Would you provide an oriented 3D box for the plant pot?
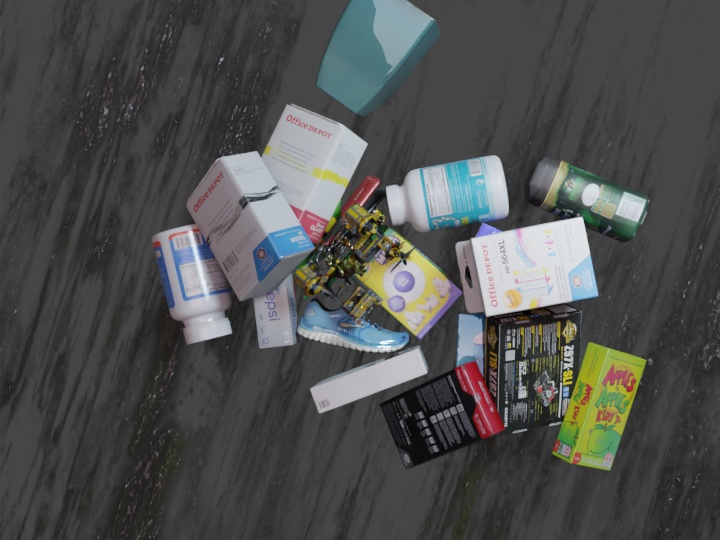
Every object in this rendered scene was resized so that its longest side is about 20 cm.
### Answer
[{"bbox_3d":[0.020,-0.372,1.563,0.141,0.141,0.200,35,99,5],"label":"plant pot"}]

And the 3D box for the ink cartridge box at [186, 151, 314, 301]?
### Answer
[{"bbox_3d":[-0.186,-0.075,1.507,0.145,0.084,0.200,-43,73,43],"label":"ink cartridge box"}]

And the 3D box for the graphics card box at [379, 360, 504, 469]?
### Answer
[{"bbox_3d":[0.135,0.246,1.535,0.200,0.051,0.126,-32,75,37],"label":"graphics card box"}]

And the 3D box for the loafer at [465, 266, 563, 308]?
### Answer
[{"bbox_3d":[0.267,0.031,1.574,0.200,0.073,0.071,34,90,-5],"label":"loafer"}]

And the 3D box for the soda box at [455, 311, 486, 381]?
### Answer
[{"bbox_3d":[0.198,0.173,1.579,0.068,0.064,0.200,3,91,6],"label":"soda box"}]

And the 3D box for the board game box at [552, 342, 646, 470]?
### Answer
[{"bbox_3d":[0.405,0.231,1.541,0.102,0.048,0.200,17,92,-33],"label":"board game box"}]

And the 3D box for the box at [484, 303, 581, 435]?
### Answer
[{"bbox_3d":[0.288,0.166,1.523,0.160,0.049,0.200,-8,106,-22],"label":"box"}]

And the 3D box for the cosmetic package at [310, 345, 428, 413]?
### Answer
[{"bbox_3d":[0.017,0.188,1.588,0.200,0.083,0.051,-21,86,4],"label":"cosmetic package"}]

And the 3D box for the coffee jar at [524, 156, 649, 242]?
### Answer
[{"bbox_3d":[0.378,-0.122,1.542,0.200,0.104,0.085,24,89,6],"label":"coffee jar"}]

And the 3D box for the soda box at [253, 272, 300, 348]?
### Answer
[{"bbox_3d":[-0.153,0.035,1.610,0.063,0.068,0.200,-7,88,8],"label":"soda box"}]

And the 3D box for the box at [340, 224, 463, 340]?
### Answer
[{"bbox_3d":[0.070,0.013,1.601,0.200,0.048,0.117,41,94,6],"label":"box"}]

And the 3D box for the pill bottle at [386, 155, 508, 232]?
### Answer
[{"bbox_3d":[0.148,-0.128,1.561,0.200,0.111,0.111,-9,89,6],"label":"pill bottle"}]

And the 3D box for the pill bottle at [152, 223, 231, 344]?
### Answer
[{"bbox_3d":[-0.291,0.024,1.603,0.112,0.112,0.200,-13,89,5],"label":"pill bottle"}]

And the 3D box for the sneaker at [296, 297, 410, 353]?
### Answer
[{"bbox_3d":[-0.008,0.095,1.593,0.200,0.078,0.090,12,87,5],"label":"sneaker"}]

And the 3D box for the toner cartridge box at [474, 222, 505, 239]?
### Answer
[{"bbox_3d":[0.289,-0.020,1.555,0.200,0.095,0.043,26,92,6],"label":"toner cartridge box"}]

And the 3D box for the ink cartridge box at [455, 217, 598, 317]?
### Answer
[{"bbox_3d":[0.258,-0.003,1.449,0.200,0.125,0.129,-12,90,6],"label":"ink cartridge box"}]

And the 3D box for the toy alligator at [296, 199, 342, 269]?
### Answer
[{"bbox_3d":[-0.056,-0.088,1.612,0.054,0.059,0.200,24,91,-37],"label":"toy alligator"}]

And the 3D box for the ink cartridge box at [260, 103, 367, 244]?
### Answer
[{"bbox_3d":[-0.099,-0.167,1.571,0.145,0.083,0.200,28,93,36],"label":"ink cartridge box"}]

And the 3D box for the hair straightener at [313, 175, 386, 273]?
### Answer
[{"bbox_3d":[-0.016,-0.067,1.589,0.041,0.077,0.200,20,69,37],"label":"hair straightener"}]

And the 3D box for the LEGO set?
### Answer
[{"bbox_3d":[0.000,0.000,1.507,0.200,0.154,0.116,-46,62,-4],"label":"LEGO set"}]
